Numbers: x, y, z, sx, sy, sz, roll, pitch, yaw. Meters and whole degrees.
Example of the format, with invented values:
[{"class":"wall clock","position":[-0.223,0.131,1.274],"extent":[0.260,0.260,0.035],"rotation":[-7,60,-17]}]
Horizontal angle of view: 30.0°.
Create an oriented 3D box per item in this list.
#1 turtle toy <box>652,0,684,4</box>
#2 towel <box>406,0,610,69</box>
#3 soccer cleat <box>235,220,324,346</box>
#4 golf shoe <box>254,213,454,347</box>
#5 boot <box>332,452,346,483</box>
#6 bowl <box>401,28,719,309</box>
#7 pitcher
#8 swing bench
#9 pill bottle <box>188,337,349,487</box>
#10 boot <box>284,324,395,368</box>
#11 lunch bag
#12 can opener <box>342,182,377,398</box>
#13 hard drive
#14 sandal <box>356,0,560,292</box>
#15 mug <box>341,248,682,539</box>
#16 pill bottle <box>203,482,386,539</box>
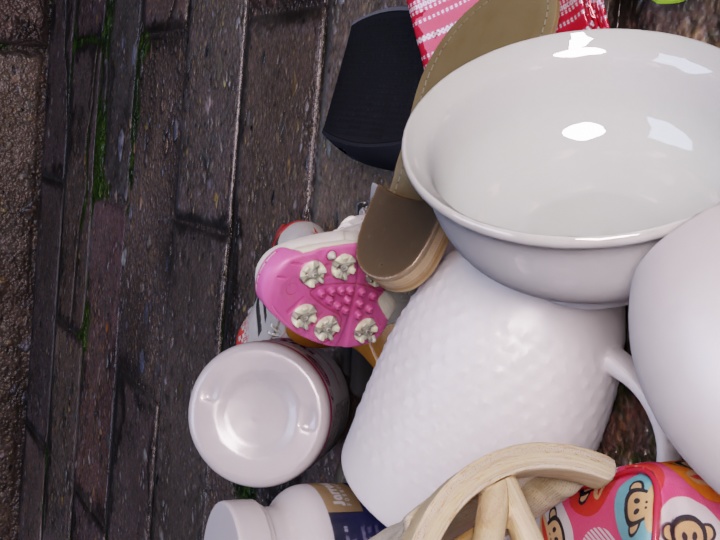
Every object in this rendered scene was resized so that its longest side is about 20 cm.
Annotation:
[{"class":"turtle toy","position":[0.163,-0.220,0.691],"extent":[0.200,0.100,0.146],"rotation":[59,-149,-50]},{"class":"towel","position":[0.095,-0.142,0.864],"extent":[0.144,0.022,0.201],"rotation":[-17,85,42]},{"class":"soccer cleat","position":[-0.072,0.049,1.289],"extent":[0.085,0.068,0.201],"rotation":[-122,45,-59]},{"class":"golf shoe","position":[0.000,0.000,0.886],"extent":[0.091,0.199,0.076],"rotation":[39,115,40]},{"class":"boot","position":[-0.023,0.213,1.152],"extent":[0.182,0.072,0.201],"rotation":[43,134,44]},{"class":"bowl","position":[0.126,-0.043,0.729],"extent":[0.201,0.200,0.091],"rotation":[-121,15,-51]},{"class":"pitcher","position":[0.218,0.053,0.586],"extent":[0.172,0.121,0.201],"rotation":[-45,55,30]},{"class":"swing bench","position":[0.033,0.207,0.652],"extent":[0.199,0.129,0.201],"rotation":[131,139,-51]},{"class":"pill bottle","position":[-0.069,0.114,1.130],"extent":[0.200,0.113,0.114],"rotation":[16,-104,-84]},{"class":"boot","position":[0.025,0.068,1.000],"extent":[0.201,0.071,0.145],"rotation":[-28,60,36]},{"class":"lunch bag","position":[0.141,0.206,0.686],"extent":[0.176,0.081,0.201],"rotation":[140,128,-60]},{"class":"can opener","position":[0.019,0.017,1.101],"extent":[0.053,0.066,0.201],"rotation":[-113,25,-52]},{"class":"hard drive","position":[0.030,-0.150,1.082],"extent":[0.200,0.042,0.136],"rotation":[19,93,66]},{"class":"sandal","position":[0.070,-0.075,0.837],"extent":[0.077,0.070,0.213],"rotation":[20,78,38]},{"class":"mug","position":[0.103,0.081,0.817],"extent":[0.200,0.147,0.176],"rotation":[35,117,28]},{"class":"pill bottle","position":[-0.005,0.208,0.950],"extent":[0.116,0.199,0.117],"rotation":[-177,90,-66]}]
